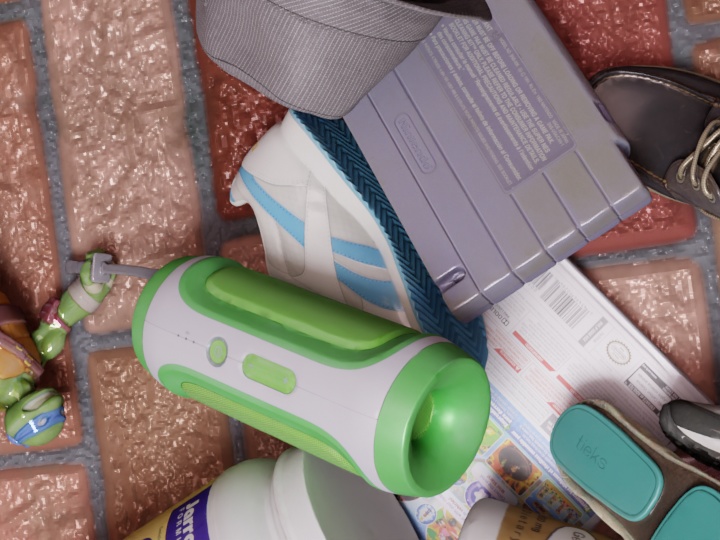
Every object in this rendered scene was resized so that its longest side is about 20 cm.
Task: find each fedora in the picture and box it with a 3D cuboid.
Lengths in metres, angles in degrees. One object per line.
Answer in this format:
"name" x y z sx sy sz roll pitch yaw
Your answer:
"fedora" -0.028 -0.144 0.738 0.091 0.176 0.200 -65 35 26

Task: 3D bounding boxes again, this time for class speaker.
"speaker" -0.031 0.052 0.733 0.200 0.088 0.089 19 96 37

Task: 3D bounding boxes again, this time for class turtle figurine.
"turtle figurine" -0.222 -0.002 0.820 0.144 0.200 0.194 -36 77 -23

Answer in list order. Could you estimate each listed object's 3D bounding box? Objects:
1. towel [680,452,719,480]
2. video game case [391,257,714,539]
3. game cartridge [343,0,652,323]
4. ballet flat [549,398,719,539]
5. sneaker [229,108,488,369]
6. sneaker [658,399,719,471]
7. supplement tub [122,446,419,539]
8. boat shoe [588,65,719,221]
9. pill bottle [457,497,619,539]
"towel" 0.278 0.174 0.762 0.144 0.023 0.201 -20 87 13
"video game case" 0.087 0.099 0.808 0.143 0.018 0.200 46 100 8
"game cartridge" 0.064 -0.086 0.774 0.129 0.038 0.200 -32 64 9
"ballet flat" 0.169 0.129 0.696 0.068 0.062 0.200 -56 35 14
"sneaker" 0.000 0.000 0.799 0.081 0.076 0.200 -43 70 25
"sneaker" 0.259 0.079 0.723 0.199 0.074 0.080 3 83 6
"supplement tub" -0.072 0.197 0.776 0.200 0.145 0.146 -35 83 16
"boat shoe" 0.210 -0.060 0.747 0.199 0.073 0.075 26 96 12
"pill bottle" 0.140 0.205 0.731 0.199 0.114 0.115 17 95 11
